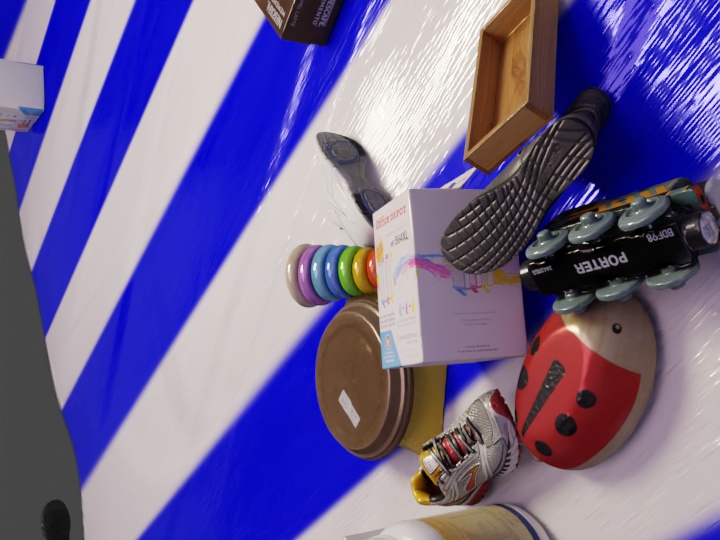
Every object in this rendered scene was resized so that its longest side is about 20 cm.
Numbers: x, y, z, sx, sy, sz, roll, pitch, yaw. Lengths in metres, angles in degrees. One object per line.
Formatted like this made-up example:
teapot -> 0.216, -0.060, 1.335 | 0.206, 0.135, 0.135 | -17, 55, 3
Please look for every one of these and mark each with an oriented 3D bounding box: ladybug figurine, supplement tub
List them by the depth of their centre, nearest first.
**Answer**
ladybug figurine -> 0.207, 0.110, 0.851 | 0.136, 0.071, 0.203 | 46, 126, 45
supplement tub -> 0.093, 0.325, 0.901 | 0.143, 0.197, 0.148 | -2, 88, 55

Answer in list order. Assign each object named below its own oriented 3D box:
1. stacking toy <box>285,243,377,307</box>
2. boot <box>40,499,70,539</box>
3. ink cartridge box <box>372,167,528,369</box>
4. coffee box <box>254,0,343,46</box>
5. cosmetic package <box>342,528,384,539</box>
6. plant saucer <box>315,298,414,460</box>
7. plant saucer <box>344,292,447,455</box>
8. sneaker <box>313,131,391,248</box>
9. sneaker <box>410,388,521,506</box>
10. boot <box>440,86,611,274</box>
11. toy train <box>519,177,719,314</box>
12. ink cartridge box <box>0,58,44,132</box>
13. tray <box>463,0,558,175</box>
stacking toy -> 0.000, 0.000, 1.134 | 0.197, 0.085, 0.088 | -6, 84, 35
boot -> -0.827, 0.725, 2.329 | 0.167, 0.075, 0.204 | -30, 71, 47
ink cartridge box -> 0.091, -0.002, 0.951 | 0.128, 0.122, 0.205 | 153, 113, -70
coffee box -> -0.103, -0.439, 1.306 | 0.202, 0.078, 0.116 | 59, 134, 37
cosmetic package -> 0.041, 0.431, 1.086 | 0.200, 0.070, 0.103 | 43, 123, 48
plant saucer -> -0.002, 0.139, 1.111 | 0.198, 0.029, 0.205 | 0, 90, 55
plant saucer -> 0.030, 0.123, 1.129 | 0.198, 0.048, 0.205 | 11, 98, 56
sneaker -> -0.023, -0.108, 1.194 | 0.088, 0.073, 0.202 | -59, 44, 42
sneaker -> 0.112, 0.203, 0.948 | 0.202, 0.080, 0.079 | 110, 147, -44
boot -> 0.170, -0.085, 0.865 | 0.070, 0.132, 0.200 | 46, 122, -1
toy train -> 0.234, -0.028, 0.782 | 0.198, 0.114, 0.086 | -20, 105, 50
ink cartridge box -> -1.041, -0.517, 2.610 | 0.199, 0.145, 0.148 | -18, 75, 54
tray -> 0.156, -0.203, 0.891 | 0.098, 0.037, 0.203 | -41, 28, 48
